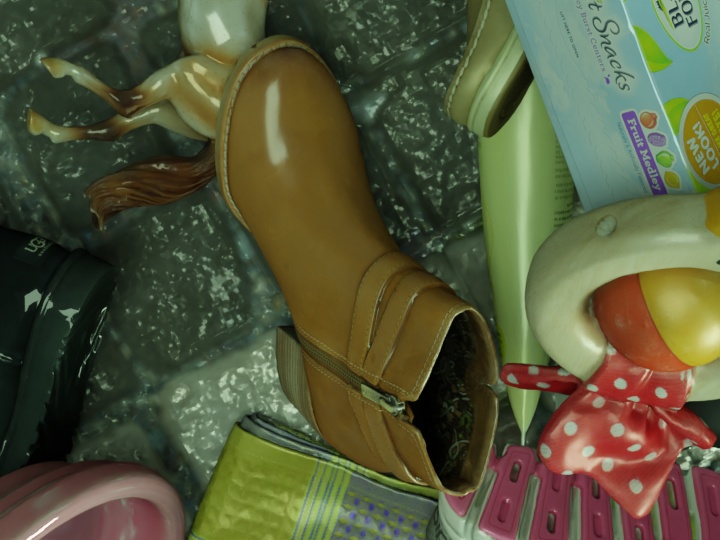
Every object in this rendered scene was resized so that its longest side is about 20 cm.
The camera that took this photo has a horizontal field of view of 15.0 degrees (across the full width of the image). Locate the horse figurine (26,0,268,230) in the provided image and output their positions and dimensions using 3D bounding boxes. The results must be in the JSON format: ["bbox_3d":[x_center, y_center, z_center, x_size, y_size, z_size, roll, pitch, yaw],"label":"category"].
[{"bbox_3d":[-0.084,-0.117,1.282,0.132,0.050,0.201,6,95,-13],"label":"horse figurine"}]

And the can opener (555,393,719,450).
[{"bbox_3d":[0.168,0.060,1.251,0.066,0.200,0.053,37,71,-35],"label":"can opener"}]

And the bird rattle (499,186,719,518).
[{"bbox_3d":[0.137,0.018,1.146,0.199,0.113,0.163,-8,144,35],"label":"bird rattle"}]

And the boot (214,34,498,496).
[{"bbox_3d":[0.000,0.000,1.243,0.076,0.155,0.201,-11,108,-24],"label":"boot"}]

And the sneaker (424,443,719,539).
[{"bbox_3d":[0.118,0.138,1.314,0.199,0.074,0.088,12,145,-17],"label":"sneaker"}]

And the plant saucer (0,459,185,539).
[{"bbox_3d":[-0.170,0.164,1.297,0.051,0.200,0.201,39,105,23],"label":"plant saucer"}]

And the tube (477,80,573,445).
[{"bbox_3d":[0.077,-0.023,1.284,0.052,0.058,0.201,9,103,46],"label":"tube"}]

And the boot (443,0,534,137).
[{"bbox_3d":[0.026,-0.166,1.218,0.154,0.072,0.201,18,68,0],"label":"boot"}]

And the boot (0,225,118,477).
[{"bbox_3d":[-0.219,0.042,1.327,0.167,0.076,0.201,26,118,11],"label":"boot"}]

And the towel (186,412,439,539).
[{"bbox_3d":[-0.029,0.180,1.363,0.143,0.023,0.201,23,104,-1],"label":"towel"}]

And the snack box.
[{"bbox_3d":[0.147,-0.134,1.185,0.067,0.200,0.169,-11,105,45],"label":"snack box"}]
